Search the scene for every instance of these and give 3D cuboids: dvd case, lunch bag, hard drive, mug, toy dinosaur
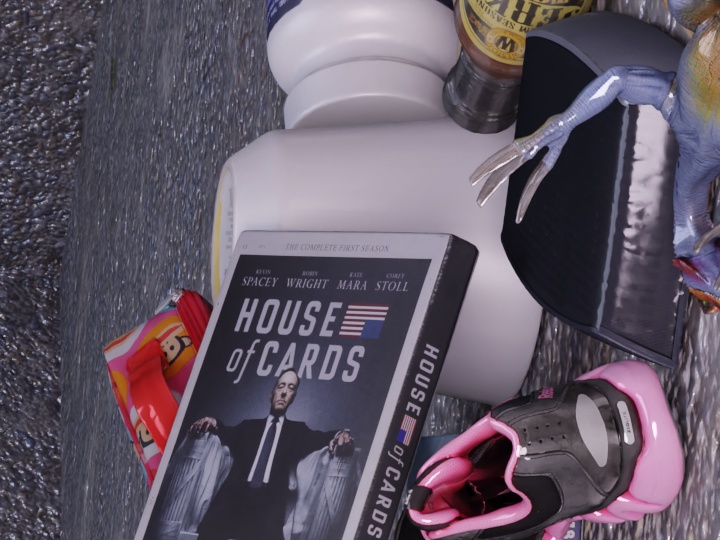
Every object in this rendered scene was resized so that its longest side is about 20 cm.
[{"bbox_3d":[-0.031,0.077,1.299,0.150,0.025,0.200,2,69,48],"label":"dvd case"},{"bbox_3d":[-0.062,0.106,1.444,0.176,0.082,0.200,53,-175,-40],"label":"lunch bag"},{"bbox_3d":[0.103,-0.041,1.238,0.200,0.042,0.135,-126,41,-74],"label":"hard drive"},{"bbox_3d":[0.002,0.002,1.461,0.187,0.153,0.149,105,165,-45],"label":"mug"},{"bbox_3d":[0.146,-0.058,1.028,0.105,0.200,0.181,51,177,19],"label":"toy dinosaur"}]

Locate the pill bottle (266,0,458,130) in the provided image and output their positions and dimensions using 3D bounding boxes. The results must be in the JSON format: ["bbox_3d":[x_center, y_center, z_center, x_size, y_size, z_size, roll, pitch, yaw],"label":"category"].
[{"bbox_3d":[0.003,-0.157,1.613,0.116,0.116,0.200,112,160,-58],"label":"pill bottle"}]

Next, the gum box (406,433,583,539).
[{"bbox_3d":[0.060,0.164,1.378,0.200,0.045,0.170,163,111,-77],"label":"gum box"}]

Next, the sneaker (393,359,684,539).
[{"bbox_3d":[0.050,0.095,1.208,0.200,0.095,0.079,-45,61,54],"label":"sneaker"}]

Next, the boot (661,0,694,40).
[{"bbox_3d":[0.131,-0.201,1.072,0.166,0.072,0.200,-100,14,-45],"label":"boot"}]

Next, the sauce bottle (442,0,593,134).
[{"bbox_3d":[0.081,-0.135,1.346,0.200,0.065,0.065,108,163,-56],"label":"sauce bottle"}]

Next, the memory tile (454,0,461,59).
[{"bbox_3d":[0.078,-0.195,1.465,0.200,0.017,0.153,113,158,-58],"label":"memory tile"}]
